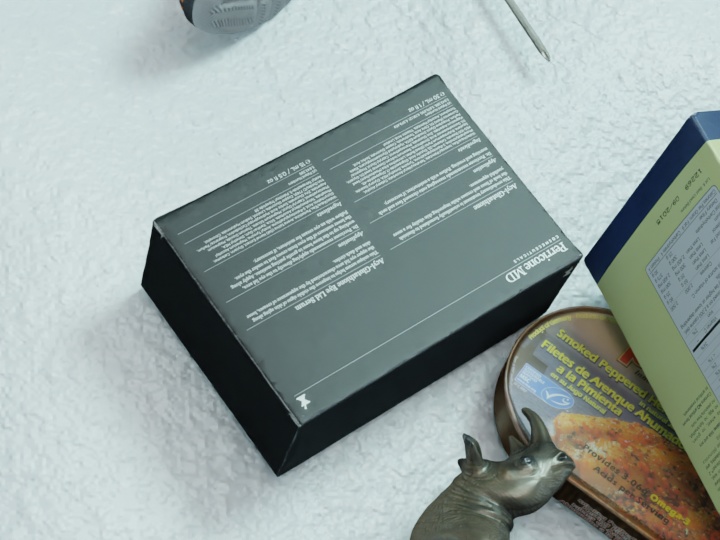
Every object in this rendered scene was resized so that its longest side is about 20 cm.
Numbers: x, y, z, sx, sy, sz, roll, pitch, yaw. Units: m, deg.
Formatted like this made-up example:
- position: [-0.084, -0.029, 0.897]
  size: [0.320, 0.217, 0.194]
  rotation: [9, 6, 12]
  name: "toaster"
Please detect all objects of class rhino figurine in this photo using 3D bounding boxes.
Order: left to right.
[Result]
- position: [0.065, 0.161, 0.964]
  size: [0.087, 0.060, 0.200]
  rotation: [11, 66, 10]
  name: "rhino figurine"

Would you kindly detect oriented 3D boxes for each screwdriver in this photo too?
- position: [0.071, -0.214, 1.185]
  size: [0.028, 0.029, 0.200]
  rotation: [-22, 64, -22]
  name: "screwdriver"

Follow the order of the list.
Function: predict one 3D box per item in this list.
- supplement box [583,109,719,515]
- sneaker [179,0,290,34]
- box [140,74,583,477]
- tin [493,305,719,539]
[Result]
- position: [0.270, 0.024, 1.021]
  size: [0.200, 0.134, 0.200]
  rotation: [-7, 58, -29]
  name: "supplement box"
- position: [-0.072, -0.227, 1.145]
  size: [0.112, 0.078, 0.200]
  rotation: [35, 50, 11]
  name: "sneaker"
- position: [0.000, 0.000, 1.033]
  size: [0.200, 0.079, 0.141]
  rotation: [-29, 70, -25]
  name: "box"
- position: [0.167, 0.102, 1.043]
  size: [0.200, 0.042, 0.112]
  rotation: [36, 65, 6]
  name: "tin"
